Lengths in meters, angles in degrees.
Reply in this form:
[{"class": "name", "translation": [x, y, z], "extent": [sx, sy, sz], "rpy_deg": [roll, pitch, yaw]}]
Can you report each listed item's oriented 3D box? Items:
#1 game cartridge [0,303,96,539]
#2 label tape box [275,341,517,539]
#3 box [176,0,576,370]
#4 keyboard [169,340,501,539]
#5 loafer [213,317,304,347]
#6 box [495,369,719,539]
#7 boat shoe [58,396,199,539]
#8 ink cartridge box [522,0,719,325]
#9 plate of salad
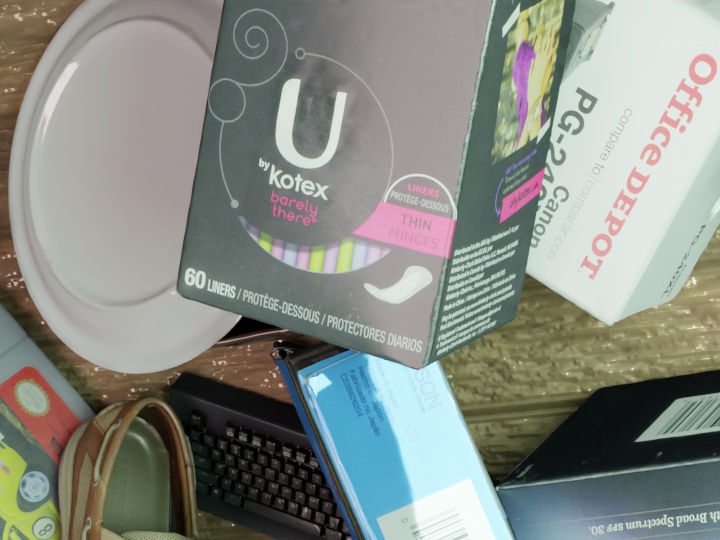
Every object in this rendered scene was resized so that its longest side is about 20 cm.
[{"class": "game cartridge", "translation": [-0.185, 0.118, 1.547], "extent": [0.200, 0.133, 0.041], "rpy_deg": [49, 149, 3]}, {"class": "label tape box", "translation": [0.020, 0.096, 1.384], "extent": [0.063, 0.200, 0.145], "rpy_deg": [-23, 92, -3]}, {"class": "box", "translation": [0.011, -0.076, 1.240], "extent": [0.122, 0.106, 0.201], "rpy_deg": [15, 105, 21]}, {"class": "keyboard", "translation": [-0.010, 0.095, 1.502], "extent": [0.200, 0.021, 0.127], "rpy_deg": [17, 119, 23]}, {"class": "loafer", "translation": [0.000, 0.000, 1.427], "extent": [0.200, 0.063, 0.072], "rpy_deg": [-21, 100, 36]}, {"class": "box", "translation": [0.197, 0.152, 1.341], "extent": [0.200, 0.123, 0.199], "rpy_deg": [-11, 106, 35]}, {"class": "boat shoe", "translation": [-0.115, 0.155, 1.494], "extent": [0.072, 0.076, 0.201], "rpy_deg": [-43, 48, 51]}, {"class": "ink cartridge box", "translation": [0.077, -0.091, 1.313], "extent": [0.200, 0.083, 0.145], "rpy_deg": [33, 111, 16]}, {"class": "plate of salad", "translation": [-0.098, -0.049, 1.456], "extent": [0.200, 0.048, 0.201], "rpy_deg": [-6, 80, 40]}]
